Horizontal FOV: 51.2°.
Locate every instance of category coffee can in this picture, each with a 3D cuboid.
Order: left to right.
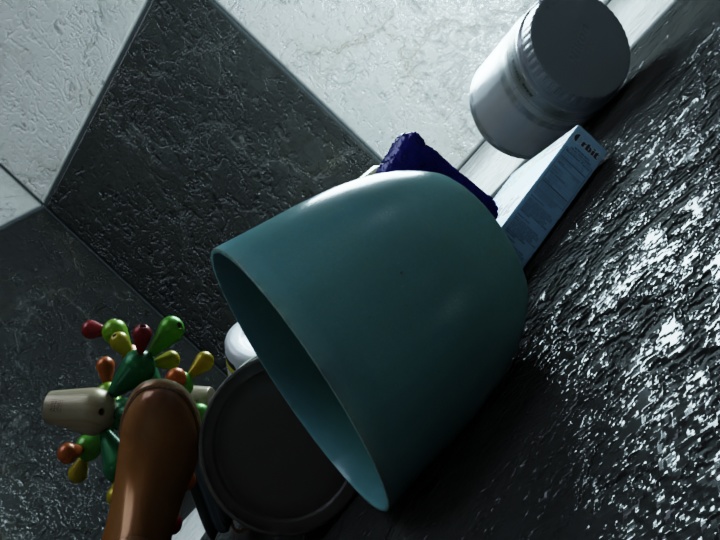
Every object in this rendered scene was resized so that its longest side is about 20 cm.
[{"bbox_3d":[-0.073,0.152,0.722,0.147,0.146,0.200,-48,2,-8],"label":"coffee can"}]

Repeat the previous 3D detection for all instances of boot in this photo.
[{"bbox_3d":[-0.175,0.206,0.601,0.155,0.072,0.205,-100,20,-68],"label":"boot"}]

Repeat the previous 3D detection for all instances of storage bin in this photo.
[{"bbox_3d":[-0.130,0.232,0.928,0.132,0.149,0.200,-21,1,-3],"label":"storage bin"}]

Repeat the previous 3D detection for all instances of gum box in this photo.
[{"bbox_3d":[0.152,-0.041,0.792,0.201,0.044,0.170,-50,2,-15],"label":"gum box"}]

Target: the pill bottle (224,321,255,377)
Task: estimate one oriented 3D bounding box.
[{"bbox_3d":[-0.132,0.173,1.078,0.113,0.110,0.204,-50,-31,-50],"label":"pill bottle"}]

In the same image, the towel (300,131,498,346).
[{"bbox_3d":[0.037,-0.001,0.650,0.147,0.049,0.203,25,-87,-48],"label":"towel"}]

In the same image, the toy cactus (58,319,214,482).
[{"bbox_3d":[-0.239,0.146,0.808,0.161,0.205,0.102,-9,-20,10],"label":"toy cactus"}]

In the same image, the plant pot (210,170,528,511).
[{"bbox_3d":[0.018,0.029,0.516,0.160,0.203,0.201,-34,-2,-18],"label":"plant pot"}]

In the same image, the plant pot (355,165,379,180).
[{"bbox_3d":[0.000,0.000,0.794,0.203,0.185,0.187,-60,4,-7],"label":"plant pot"}]

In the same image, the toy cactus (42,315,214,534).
[{"bbox_3d":[-0.227,0.144,0.727,0.102,0.160,0.206,74,-159,-86],"label":"toy cactus"}]

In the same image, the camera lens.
[{"bbox_3d":[0.248,-0.256,1.017,0.161,0.160,0.200,-49,2,-20],"label":"camera lens"}]
